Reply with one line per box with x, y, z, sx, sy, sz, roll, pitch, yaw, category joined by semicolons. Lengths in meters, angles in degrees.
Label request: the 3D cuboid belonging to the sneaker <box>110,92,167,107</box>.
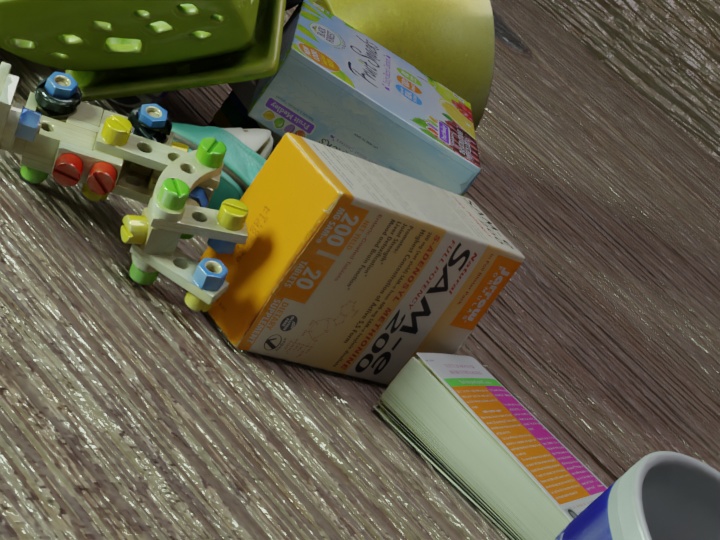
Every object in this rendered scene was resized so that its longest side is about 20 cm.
-0.190;-0.195;1.510;0.083;0.081;0.200;37;14;-49;sneaker

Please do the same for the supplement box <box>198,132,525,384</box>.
0.000;0.000;1.269;0.200;0.126;0.074;16;25;-48;supplement box

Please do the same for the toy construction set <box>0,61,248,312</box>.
-0.164;-0.062;1.188;0.200;0.092;0.131;30;34;-19;toy construction set

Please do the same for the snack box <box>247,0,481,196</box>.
0.005;-0.124;1.470;0.168;0.068;0.200;32;15;-9;snack box

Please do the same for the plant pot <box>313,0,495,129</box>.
0.019;-0.212;1.828;0.141;0.201;0.200;-2;34;-25;plant pot

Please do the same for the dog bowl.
0.206;0.210;1.130;0.200;0.079;0.200;35;27;-21;dog bowl

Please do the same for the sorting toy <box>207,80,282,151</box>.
-0.019;-0.073;1.526;0.198;0.070;0.200;22;21;-41;sorting toy

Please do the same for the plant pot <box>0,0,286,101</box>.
-0.152;-0.235;1.350;0.182;0.199;0.200;50;39;-57;plant pot

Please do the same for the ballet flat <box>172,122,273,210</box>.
-0.067;-0.059;1.367;0.200;0.067;0.070;35;60;2;ballet flat

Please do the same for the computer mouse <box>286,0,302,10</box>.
-0.051;-0.241;1.544;0.046;0.140;0.200;69;-17;-11;computer mouse

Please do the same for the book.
0.117;0.137;1.277;0.200;0.048;0.133;44;17;19;book
